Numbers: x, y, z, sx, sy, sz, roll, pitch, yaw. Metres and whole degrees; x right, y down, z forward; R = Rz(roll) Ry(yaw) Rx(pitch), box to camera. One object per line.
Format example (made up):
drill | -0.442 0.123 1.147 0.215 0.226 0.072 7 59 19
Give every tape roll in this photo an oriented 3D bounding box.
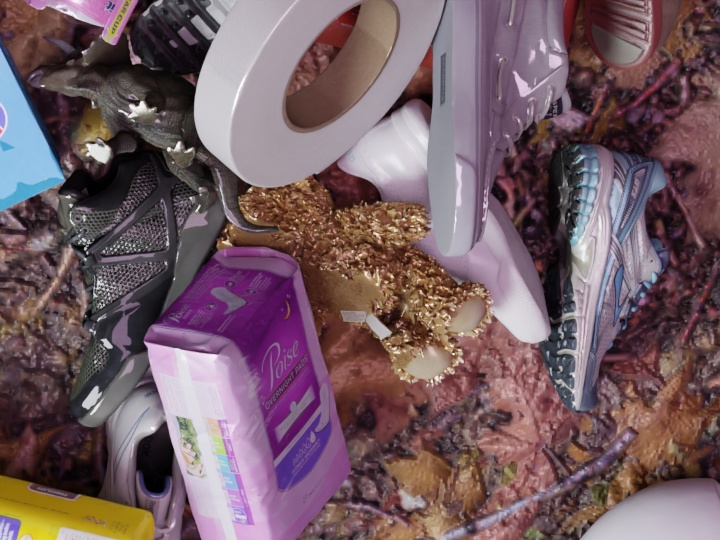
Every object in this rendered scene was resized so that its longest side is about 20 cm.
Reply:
tape roll | -0.024 -0.144 1.564 0.037 0.203 0.203 40 98 24

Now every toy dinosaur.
toy dinosaur | -0.127 -0.100 1.608 0.199 0.102 0.077 27 126 -13

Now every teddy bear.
teddy bear | 0.000 0.000 1.682 0.199 0.067 0.145 20 134 9

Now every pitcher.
pitcher | 0.212 0.255 1.797 0.200 0.121 0.172 -33 130 11

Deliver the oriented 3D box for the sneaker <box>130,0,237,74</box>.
sneaker | -0.071 -0.202 1.626 0.200 0.091 0.067 -31 111 27

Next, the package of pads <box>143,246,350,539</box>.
package of pads | -0.075 0.096 1.662 0.075 0.121 0.201 8 128 29

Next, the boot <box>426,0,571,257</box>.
boot | 0.100 -0.108 1.626 0.095 0.074 0.201 2 88 -15

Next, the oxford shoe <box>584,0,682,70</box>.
oxford shoe | 0.198 -0.244 1.658 0.070 0.075 0.201 22 122 25

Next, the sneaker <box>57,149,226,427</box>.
sneaker | -0.178 0.005 1.664 0.114 0.076 0.200 24 97 -14

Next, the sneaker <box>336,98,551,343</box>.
sneaker | 0.060 -0.022 1.710 0.088 0.075 0.200 -31 104 13

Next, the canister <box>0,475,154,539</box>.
canister | -0.252 0.212 1.663 0.199 0.087 0.149 13 115 7

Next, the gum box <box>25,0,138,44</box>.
gum box | -0.167 -0.222 1.531 0.066 0.200 0.114 24 99 -16

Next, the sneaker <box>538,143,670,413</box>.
sneaker | 0.183 0.009 1.731 0.086 0.078 0.201 1 106 -14

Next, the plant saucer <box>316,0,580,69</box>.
plant saucer | 0.073 -0.234 1.660 0.199 0.037 0.200 12 104 -14

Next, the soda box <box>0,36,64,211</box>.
soda box | -0.272 -0.140 1.607 0.068 0.064 0.201 -25 109 -2

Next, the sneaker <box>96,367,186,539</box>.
sneaker | -0.159 0.172 1.708 0.074 0.087 0.201 1 107 -12
